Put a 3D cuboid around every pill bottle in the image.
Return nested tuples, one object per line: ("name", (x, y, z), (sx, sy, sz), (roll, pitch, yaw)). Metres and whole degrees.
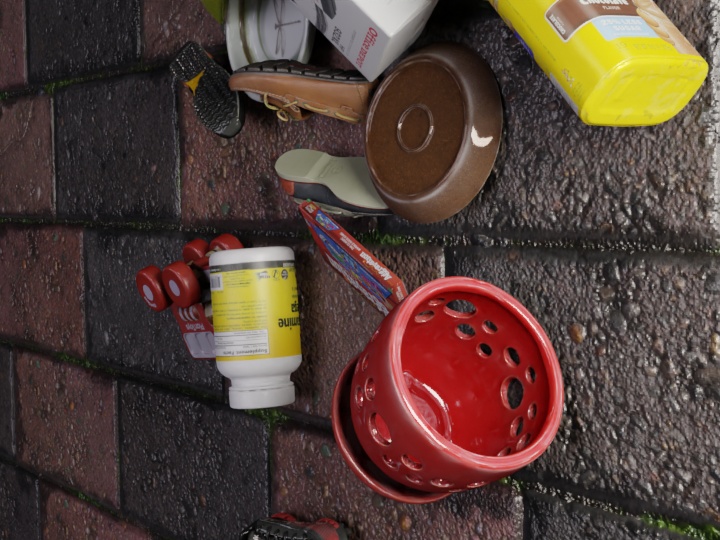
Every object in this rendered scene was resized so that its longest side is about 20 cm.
("pill bottle", (-0.135, 0.074, 1.545), (0.112, 0.111, 0.203), (-5, 89, 53))

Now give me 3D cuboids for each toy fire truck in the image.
("toy fire truck", (-0.218, 0.049, 1.691), (0.199, 0.112, 0.169), (-6, 112, 54))

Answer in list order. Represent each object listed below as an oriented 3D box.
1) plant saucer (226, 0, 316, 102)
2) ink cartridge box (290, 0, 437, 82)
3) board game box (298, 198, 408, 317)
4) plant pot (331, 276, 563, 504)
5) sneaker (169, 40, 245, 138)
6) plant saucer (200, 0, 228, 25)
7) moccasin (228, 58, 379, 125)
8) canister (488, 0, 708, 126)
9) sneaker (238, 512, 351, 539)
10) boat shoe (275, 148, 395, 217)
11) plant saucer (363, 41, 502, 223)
("plant saucer", (-0.105, -0.319, 1.537), (0.199, 0.050, 0.203), (8, 100, 53))
("ink cartridge box", (-0.021, -0.320, 1.279), (0.200, 0.084, 0.145), (45, 167, 1))
("board game box", (0.000, 0.000, 1.397), (0.200, 0.019, 0.103), (42, 164, 43))
("plant pot", (0.081, 0.134, 1.209), (0.183, 0.198, 0.202), (-49, 55, 54))
("sneaker", (-0.189, -0.239, 1.632), (0.070, 0.090, 0.201), (-46, 48, 11))
("plant saucer", (-0.177, -0.442, 1.509), (0.200, 0.047, 0.202), (136, 146, -80))
("moccasin", (-0.070, -0.212, 1.442), (0.199, 0.074, 0.079), (10, 115, 18))
("canister", (0.199, -0.224, 1.054), (0.201, 0.147, 0.087), (59, 135, 29))
("sneaker", (-0.089, 0.357, 1.532), (0.199, 0.097, 0.072), (-7, 86, 52))
("boat shoe", (-0.020, -0.096, 1.429), (0.199, 0.071, 0.063), (17, 144, 38))
("plant saucer", (0.068, -0.154, 1.299), (0.199, 0.034, 0.203), (-9, 78, 46))
